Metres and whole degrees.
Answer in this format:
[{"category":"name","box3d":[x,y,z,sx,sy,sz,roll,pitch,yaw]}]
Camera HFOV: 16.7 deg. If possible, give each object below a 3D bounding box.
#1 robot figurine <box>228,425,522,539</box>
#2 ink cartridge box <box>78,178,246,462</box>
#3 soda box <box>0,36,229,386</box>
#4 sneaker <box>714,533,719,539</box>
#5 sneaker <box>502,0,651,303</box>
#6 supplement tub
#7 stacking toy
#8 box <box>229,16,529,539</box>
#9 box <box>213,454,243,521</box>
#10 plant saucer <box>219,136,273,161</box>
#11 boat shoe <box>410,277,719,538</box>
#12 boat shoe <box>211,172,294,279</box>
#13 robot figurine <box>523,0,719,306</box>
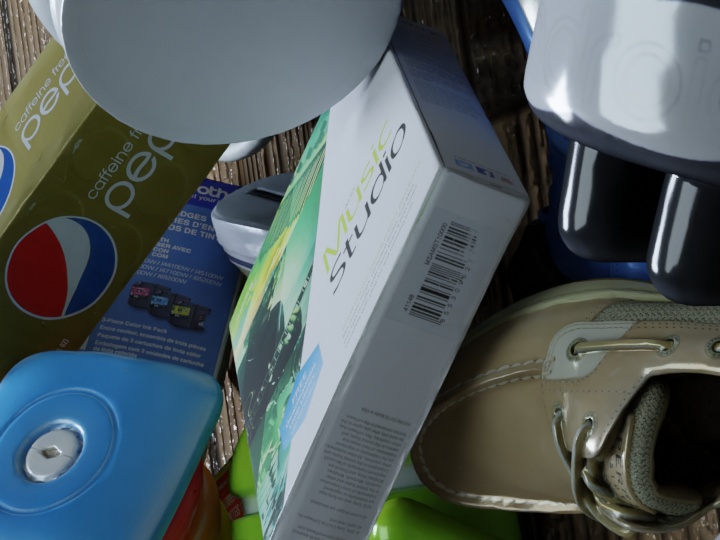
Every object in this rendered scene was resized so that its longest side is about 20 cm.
[{"category":"robot figurine","box3d":[0.009,0.127,0.978,0.175,0.115,0.201,144,118,-74]},{"category":"ink cartridge box","box3d":[-0.100,0.045,1.169,0.201,0.076,0.137,-76,0,-47]},{"category":"soda box","box3d":[-0.118,-0.043,1.041,0.200,0.068,0.064,-53,38,10]},{"category":"sneaker","box3d":[0.084,0.157,0.798,0.078,0.139,0.201,52,141,48]},{"category":"sneaker","box3d":[0.078,-0.040,0.843,0.200,0.076,0.111,58,135,32]},{"category":"supplement tub","box3d":[-0.064,-0.158,0.919,0.201,0.144,0.145,-107,26,-44]},{"category":"stacking toy","box3d":[-0.087,0.134,1.044,0.115,0.110,0.200,5,144,32]},{"category":"box","box3d":[0.000,0.000,0.868,0.200,0.036,0.145,-105,38,-70]},{"category":"box","box3d":[-0.022,0.183,1.131,0.075,0.050,0.201,134,126,-60]},{"category":"plant saucer","box3d":[-0.049,-0.151,1.117,0.200,0.050,0.201,26,119,61]},{"category":"boat shoe","box3d":[0.089,0.046,0.759,0.199,0.065,0.072,-14,115,37]},{"category":"boat shoe","box3d":[-0.002,0.002,1.051,0.062,0.072,0.200,66,164,-20]},{"category":"robot figurine","box3d":[0.117,-0.093,0.690,0.125,0.149,0.201,-30,-48,-70]}]
